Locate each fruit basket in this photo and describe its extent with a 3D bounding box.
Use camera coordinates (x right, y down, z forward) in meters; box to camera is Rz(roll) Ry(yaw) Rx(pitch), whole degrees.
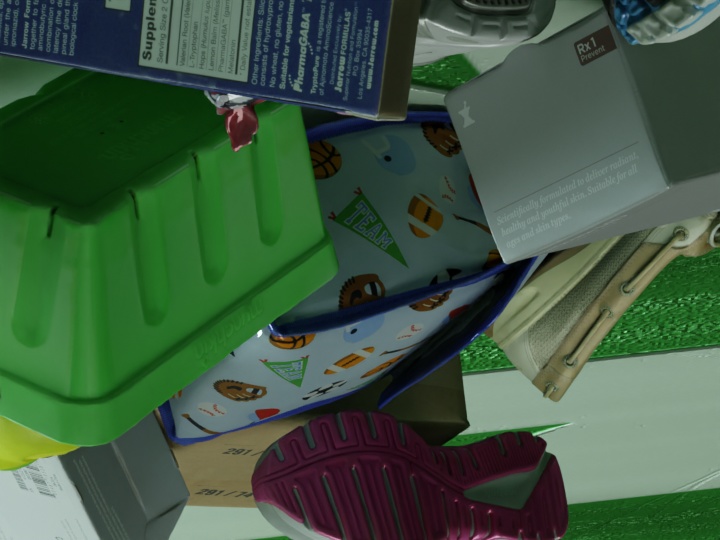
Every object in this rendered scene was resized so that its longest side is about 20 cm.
[{"bbox_3d":[-0.121,0.020,1.176,0.155,0.216,0.216,21,171,25],"label":"fruit basket"}]

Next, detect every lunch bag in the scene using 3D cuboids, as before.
[{"bbox_3d":[0.000,0.000,1.352,0.199,0.124,0.170,-15,166,-29],"label":"lunch bag"}]

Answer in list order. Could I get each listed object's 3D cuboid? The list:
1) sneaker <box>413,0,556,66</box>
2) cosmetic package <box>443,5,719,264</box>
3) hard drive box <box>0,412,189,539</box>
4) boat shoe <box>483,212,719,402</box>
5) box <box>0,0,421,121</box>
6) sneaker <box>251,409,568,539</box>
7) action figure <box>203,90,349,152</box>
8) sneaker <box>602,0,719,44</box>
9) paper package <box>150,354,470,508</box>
[{"bbox_3d":[-0.022,-0.111,1.102,0.199,0.078,0.099,7,160,-30],"label":"sneaker"},{"bbox_3d":[0.146,-0.070,1.169,0.200,0.091,0.107,-17,174,-42],"label":"cosmetic package"},{"bbox_3d":[-0.208,0.085,1.409,0.199,0.077,0.156,13,147,21],"label":"hard drive box"},{"bbox_3d":[0.149,-0.012,1.357,0.201,0.063,0.073,-40,-179,23],"label":"boat shoe"},{"bbox_3d":[-0.071,-0.126,0.913,0.199,0.122,0.032,11,-172,23],"label":"box"},{"bbox_3d":[0.017,0.131,1.462,0.199,0.082,0.088,11,152,-37],"label":"sneaker"},{"bbox_3d":[-0.009,-0.130,0.982,0.149,0.134,0.200,-21,152,-44],"label":"action figure"},{"bbox_3d":[0.162,-0.155,1.010,0.086,0.075,0.200,-7,151,-36],"label":"sneaker"},{"bbox_3d":[-0.065,0.063,1.522,0.199,0.104,0.191,3,158,-26],"label":"paper package"}]
